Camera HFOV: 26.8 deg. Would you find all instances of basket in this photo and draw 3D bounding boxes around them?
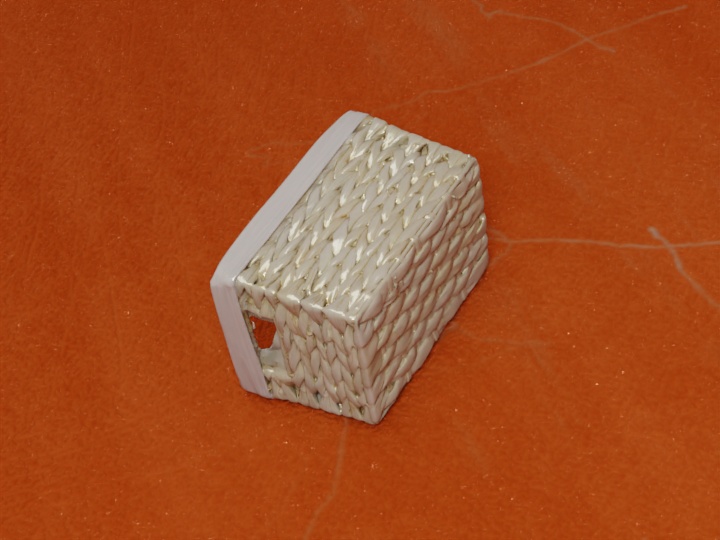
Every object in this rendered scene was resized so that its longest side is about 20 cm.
[{"bbox_3d":[0.000,0.000,1.126,0.123,0.136,0.200,19,53,27],"label":"basket"}]
